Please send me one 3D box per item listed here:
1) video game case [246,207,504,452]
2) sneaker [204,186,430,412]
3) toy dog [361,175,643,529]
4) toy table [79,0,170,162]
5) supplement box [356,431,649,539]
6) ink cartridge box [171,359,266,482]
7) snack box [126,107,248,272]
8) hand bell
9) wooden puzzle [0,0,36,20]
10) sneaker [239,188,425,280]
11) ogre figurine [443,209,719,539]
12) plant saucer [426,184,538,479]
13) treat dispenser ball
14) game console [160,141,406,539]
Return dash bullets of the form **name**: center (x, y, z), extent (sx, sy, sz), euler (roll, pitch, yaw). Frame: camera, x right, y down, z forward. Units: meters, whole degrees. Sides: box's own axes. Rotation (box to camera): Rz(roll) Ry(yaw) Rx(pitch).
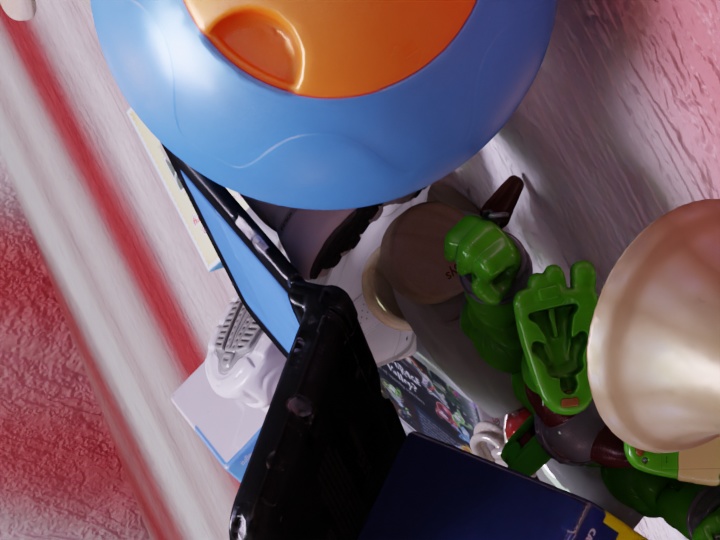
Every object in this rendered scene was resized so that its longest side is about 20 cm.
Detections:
- **video game case**: center (0.020, 0.065, 1.464), extent (0.200, 0.023, 0.182), euler (38, 159, 34)
- **sneaker**: center (0.000, 0.000, 1.346), extent (0.099, 0.200, 0.078), euler (38, 168, -30)
- **toy dog**: center (0.087, 0.032, 1.273), extent (0.200, 0.096, 0.132), euler (55, 165, -20)
- **toy table**: center (-0.062, -0.138, 1.293), extent (0.184, 0.117, 0.200), euler (40, 157, 35)
- **supplement box**: center (0.089, 0.170, 1.171), extent (0.109, 0.109, 0.200), euler (20, 170, 39)
- **ink cartridge box**: center (-0.020, 0.138, 1.620), extent (0.200, 0.068, 0.116), euler (44, 180, -30)
- **snack box**: center (-0.057, -0.095, 1.476), extent (0.200, 0.037, 0.116), euler (-40, 74, 48)
- **hand bell**: center (0.185, 0.049, 0.910), extent (0.200, 0.104, 0.104), euler (26, 141, 51)
- **wooden puzzle**: center (-0.189, -0.264, 1.350), extent (0.185, 0.037, 0.201), euler (93, 172, -64)
- **sneaker**: center (-0.001, -0.068, 1.213), extent (0.081, 0.200, 0.075), euler (38, 120, 8)
- **ogre figurine**: center (0.106, 0.057, 1.142), extent (0.199, 0.098, 0.120), euler (27, 173, -8)
- **plant saucer**: center (0.069, 0.034, 1.428), extent (0.200, 0.029, 0.200), euler (59, 165, 26)
- **treat dispenser ball**: center (-0.015, -0.126, 1.066), extent (0.201, 0.200, 0.201), euler (59, 166, 24)
- **game console**: center (-0.050, 0.064, 1.153), extent (0.116, 0.176, 0.200), euler (14, 158, 17)
